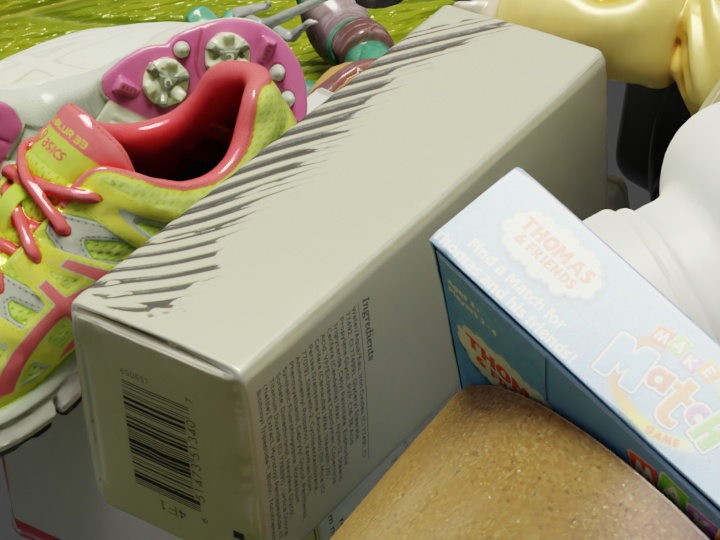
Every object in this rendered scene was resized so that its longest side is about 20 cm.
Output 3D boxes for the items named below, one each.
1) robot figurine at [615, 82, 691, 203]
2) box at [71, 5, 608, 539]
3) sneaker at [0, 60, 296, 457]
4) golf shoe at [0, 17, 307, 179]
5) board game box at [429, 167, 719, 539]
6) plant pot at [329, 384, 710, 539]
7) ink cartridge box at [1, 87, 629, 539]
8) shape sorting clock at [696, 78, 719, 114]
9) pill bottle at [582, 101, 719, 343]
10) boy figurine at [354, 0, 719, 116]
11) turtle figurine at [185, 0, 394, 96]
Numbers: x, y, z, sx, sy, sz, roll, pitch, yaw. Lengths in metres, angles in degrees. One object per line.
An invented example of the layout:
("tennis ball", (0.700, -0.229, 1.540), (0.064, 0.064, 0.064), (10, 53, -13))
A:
("robot figurine", (0.186, -0.035, 0.942), (0.199, 0.125, 0.150), (29, 72, 40))
("box", (0.000, 0.000, 0.812), (0.068, 0.083, 0.200), (20, 41, 29))
("sneaker", (-0.102, -0.010, 0.833), (0.199, 0.091, 0.078), (-28, 42, -23))
("golf shoe", (-0.120, -0.045, 0.930), (0.198, 0.076, 0.092), (-13, 17, -12))
("board game box", (0.089, 0.079, 0.694), (0.037, 0.200, 0.151), (-39, 62, -14))
("plant pot", (0.013, 0.164, 0.658), (0.200, 0.187, 0.186), (-39, 44, -16))
("ink cartridge box", (-0.012, 0.030, 0.913), (0.145, 0.085, 0.200), (19, 40, 31))
("shape sorting clock", (0.188, -0.002, 0.829), (0.198, 0.202, 0.039), (-11, 16, -7))
("pill bottle", (0.159, -0.017, 0.747), (0.199, 0.105, 0.104), (-24, 38, -8))
("boy figurine", (0.093, -0.096, 0.902), (0.199, 0.065, 0.124), (27, 38, 33))
("turtle figurine", (0.002, -0.077, 1.049), (0.149, 0.102, 0.200), (-6, 17, -26))
